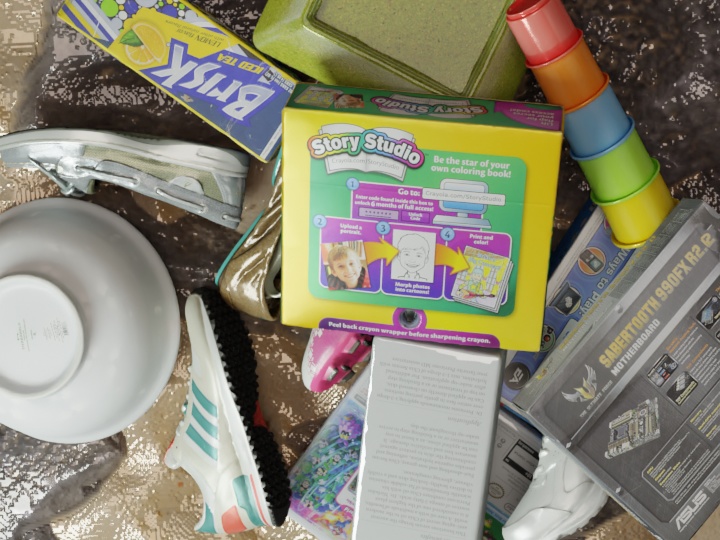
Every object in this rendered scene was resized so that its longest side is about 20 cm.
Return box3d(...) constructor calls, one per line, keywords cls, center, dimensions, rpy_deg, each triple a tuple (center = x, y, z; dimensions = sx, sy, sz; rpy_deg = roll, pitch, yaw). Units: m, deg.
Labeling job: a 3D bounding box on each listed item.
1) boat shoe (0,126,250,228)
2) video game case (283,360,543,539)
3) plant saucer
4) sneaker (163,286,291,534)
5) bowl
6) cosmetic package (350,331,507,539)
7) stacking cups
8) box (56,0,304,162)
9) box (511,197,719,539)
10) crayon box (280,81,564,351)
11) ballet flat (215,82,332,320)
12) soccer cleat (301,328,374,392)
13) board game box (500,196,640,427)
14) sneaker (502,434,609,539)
box3d(cls="boat shoe", center=(-0.189, -0.077, 1.145), dimensions=(0.199, 0.074, 0.066), rpy_deg=(7, 93, -7))
box3d(cls="video game case", center=(0.055, 0.177, 1.189), dimensions=(0.199, 0.024, 0.183), rpy_deg=(36, 104, -4))
box3d(cls="plant saucer", center=(0.046, -0.212, 1.058), dimensions=(0.198, 0.048, 0.202), rpy_deg=(26, 98, -3))
box3d(cls="sneaker", center=(-0.126, 0.119, 1.170), dimensions=(0.092, 0.070, 0.203), rpy_deg=(-16, 92, 17))
box3d(cls="bowl", center=(-0.249, 0.046, 1.142), dimensions=(0.198, 0.090, 0.204), rpy_deg=(1, 97, 9))
box3d(cls="cosmetic package", center=(0.053, 0.144, 1.125), dimensions=(0.100, 0.071, 0.203), rpy_deg=(9, 105, 9))
box3d(cls="stacking cups", center=(0.171, -0.115, 1.056), dimensions=(0.060, 0.061, 0.201), rpy_deg=(-28, 111, 5))
box3d(cls="box", center=(-0.133, -0.169, 1.134), dimensions=(0.199, 0.064, 0.070), rpy_deg=(35, 96, -3))
box3d(cls="box", center=(0.232, 0.075, 1.047), dimensions=(0.158, 0.048, 0.201), rpy_deg=(41, 89, -8))
box3d(cls="crayon box", center=(0.042, -0.039, 1.056), dimensions=(0.197, 0.058, 0.175), rpy_deg=(6, 116, 7))
box3d(cls="ballet flat", center=(-0.045, -0.045, 1.131), dimensions=(0.072, 0.068, 0.202), rpy_deg=(36, 108, 20))
box3d(cls="soccer cleat", center=(0.000, 0.000, 1.161), dimensions=(0.086, 0.070, 0.201), rpy_deg=(37, 100, 19))
box3d(cls="board game box", center=(0.225, 0.060, 1.162), dimensions=(0.195, 0.056, 0.201), rpy_deg=(33, 97, -3))
box3d(cls="sneaker", center=(0.166, 0.125, 1.113), dimensions=(0.099, 0.078, 0.200), rpy_deg=(41, 88, 2))
